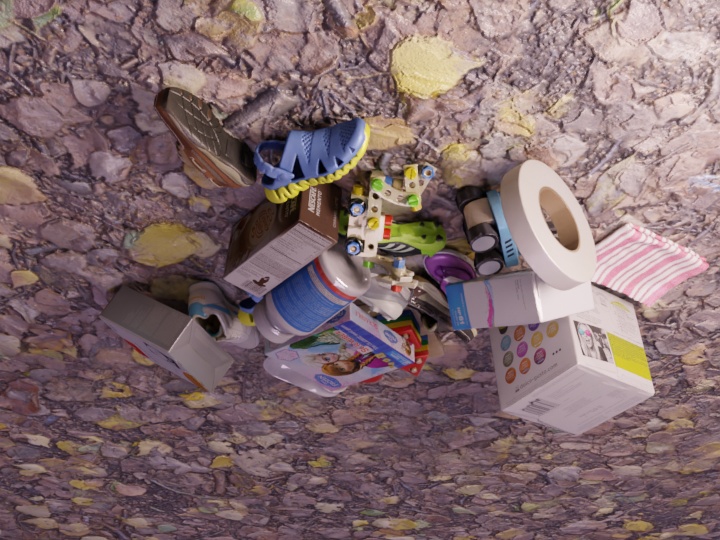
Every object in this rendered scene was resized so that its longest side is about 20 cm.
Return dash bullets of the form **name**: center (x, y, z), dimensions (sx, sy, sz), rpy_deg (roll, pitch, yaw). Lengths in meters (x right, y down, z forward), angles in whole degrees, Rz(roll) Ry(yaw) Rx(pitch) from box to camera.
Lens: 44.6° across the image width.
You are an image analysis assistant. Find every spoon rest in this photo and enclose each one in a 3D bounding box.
- **spoon rest**: center (-0.108, 0.213, 1.806), dimensions (0.199, 0.061, 0.099), rpy_deg (23, 138, -29)

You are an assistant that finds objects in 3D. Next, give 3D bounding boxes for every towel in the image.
- **towel**: center (0.484, -0.007, 1.526), dimensions (0.199, 0.030, 0.146), rpy_deg (20, 138, -24)

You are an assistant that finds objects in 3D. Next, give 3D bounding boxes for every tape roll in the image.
- **tape roll**: center (0.281, -0.068, 1.302), dimensions (0.202, 0.204, 0.037), rpy_deg (31, 135, -35)

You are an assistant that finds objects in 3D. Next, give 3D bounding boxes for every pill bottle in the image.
- **pill bottle**: center (-0.086, 0.038, 1.442), dimensions (0.112, 0.113, 0.200), rpy_deg (29, 128, -33)

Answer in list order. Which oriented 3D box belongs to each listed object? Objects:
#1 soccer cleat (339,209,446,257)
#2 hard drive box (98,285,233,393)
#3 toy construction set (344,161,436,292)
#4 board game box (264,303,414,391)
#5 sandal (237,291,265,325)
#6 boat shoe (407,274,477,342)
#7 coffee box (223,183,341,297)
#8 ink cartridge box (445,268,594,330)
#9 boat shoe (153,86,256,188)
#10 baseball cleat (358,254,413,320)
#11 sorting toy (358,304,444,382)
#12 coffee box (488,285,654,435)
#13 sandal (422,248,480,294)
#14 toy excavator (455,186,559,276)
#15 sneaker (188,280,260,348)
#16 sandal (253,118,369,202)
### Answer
- **soccer cleat**: center (0.043, -0.054, 1.441), dimensions (0.199, 0.068, 0.081), rpy_deg (8, 149, -13)
- **hard drive box**: center (-0.352, 0.124, 1.597), dimensions (0.199, 0.077, 0.156), rpy_deg (20, 157, 36)
- **toy construction set**: center (0.043, -0.070, 1.341), dimensions (0.130, 0.202, 0.092), rpy_deg (5, -175, -2)
- **board game box**: center (-0.037, 0.145, 1.603), dimensions (0.199, 0.041, 0.200), rpy_deg (-23, 140, 30)
- **sandal**: center (-0.131, 0.038, 1.562), dimensions (0.199, 0.080, 0.088), rpy_deg (-12, 115, 3)
- **boat shoe**: center (0.138, 0.082, 1.602), dimensions (0.201, 0.066, 0.072), rpy_deg (43, 166, -36)
- **coffee box**: center (-0.125, -0.058, 1.396), dimensions (0.079, 0.115, 0.200), rpy_deg (30, 134, -31)
- **ink cartridge box**: center (0.262, 0.043, 1.452), dimensions (0.144, 0.085, 0.199), rpy_deg (-10, 178, -38)
- **boat shoe**: center (-0.232, -0.179, 1.267), dimensions (0.073, 0.076, 0.200), rpy_deg (-16, 140, 27)
- **baseball cleat**: center (0.000, 0.000, 1.520), dimensions (0.199, 0.107, 0.070), rpy_deg (35, 175, -7)
- **sorting toy**: center (0.046, 0.147, 1.707), dimensions (0.199, 0.070, 0.199), rpy_deg (-11, 142, 15)
- **coffee box**: center (0.379, 0.155, 1.604), dimensions (0.199, 0.199, 0.200), rpy_deg (21, 138, -28)
- **sandal**: center (0.178, 0.029, 1.561), dimensions (0.082, 0.050, 0.203), rpy_deg (-19, 139, 24)
- **toy excavator**: center (0.270, -0.062, 1.411), dimensions (0.199, 0.100, 0.195), rpy_deg (-16, 143, 7)
- **sneaker**: center (-0.257, 0.103, 1.643), dimensions (0.076, 0.081, 0.200), rpy_deg (-19, 141, 22)
- **sandal**: center (-0.078, -0.169, 1.266), dimensions (0.199, 0.080, 0.087), rpy_deg (-24, 128, 26)
